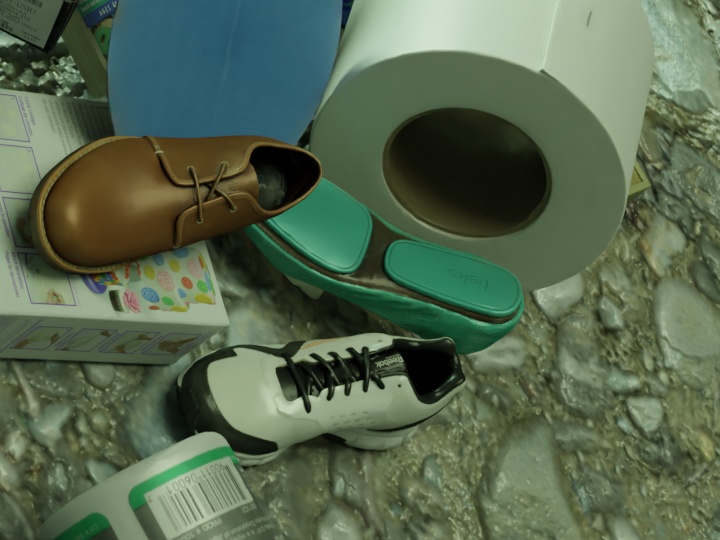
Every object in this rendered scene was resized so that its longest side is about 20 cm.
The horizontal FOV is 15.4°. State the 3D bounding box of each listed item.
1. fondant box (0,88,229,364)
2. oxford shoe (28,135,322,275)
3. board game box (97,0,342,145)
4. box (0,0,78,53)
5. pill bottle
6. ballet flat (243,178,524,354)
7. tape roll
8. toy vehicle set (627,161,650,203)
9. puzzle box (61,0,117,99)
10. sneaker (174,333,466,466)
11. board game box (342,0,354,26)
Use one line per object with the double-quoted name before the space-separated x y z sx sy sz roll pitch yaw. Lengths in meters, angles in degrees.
"fondant box" -0.180 -0.025 1.474 0.200 0.058 0.144 4 59 -43
"oxford shoe" -0.099 -0.045 1.460 0.200 0.071 0.071 -20 101 -48
"board game box" -0.088 -0.140 1.538 0.200 0.039 0.158 0 105 -53
"box" -0.212 -0.230 1.400 0.198 0.050 0.200 28 45 -7
"pill bottle" -0.074 0.194 1.375 0.113 0.113 0.200 -19 77 -50
"ballet flat" 0.000 0.000 1.622 0.200 0.070 0.067 24 50 -4
"tape roll" 0.079 -0.103 1.683 0.203 0.203 0.139 38 40 -20
"toy vehicle set" 0.115 -0.126 1.876 0.124 0.027 0.200 -19 77 -50
"puzzle box" -0.120 -0.208 1.634 0.200 0.025 0.133 -39 108 -38
"sneaker" -0.022 0.064 1.554 0.200 0.080 0.074 -4 67 -46
"board game box" -0.003 -0.252 1.749 0.200 0.152 0.045 43 40 -13
